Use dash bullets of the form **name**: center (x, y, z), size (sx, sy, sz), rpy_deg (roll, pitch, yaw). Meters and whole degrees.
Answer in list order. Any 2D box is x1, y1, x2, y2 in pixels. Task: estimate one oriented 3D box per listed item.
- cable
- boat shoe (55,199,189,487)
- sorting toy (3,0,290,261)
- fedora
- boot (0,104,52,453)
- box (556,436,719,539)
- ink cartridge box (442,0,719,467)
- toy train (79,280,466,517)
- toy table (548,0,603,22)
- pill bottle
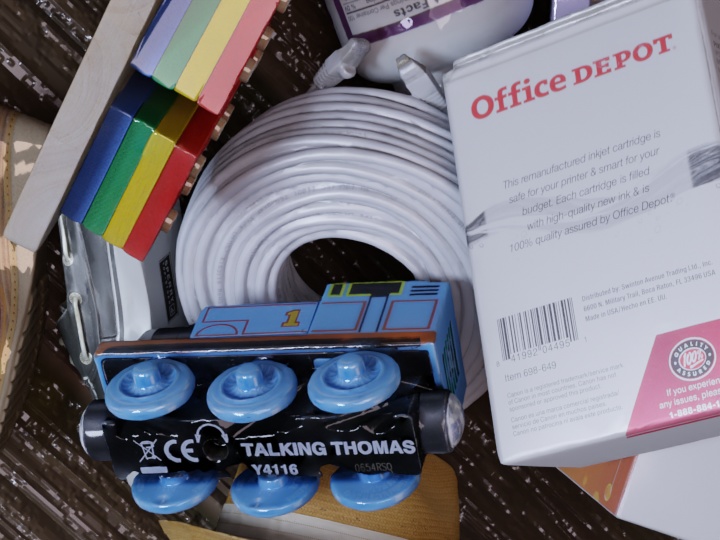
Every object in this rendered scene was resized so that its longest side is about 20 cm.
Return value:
- **cable**: center (0.000, 0.000, 0.983), size (0.199, 0.069, 0.200), rpy_deg (-35, 111, 30)
- **boat shoe**: center (-0.132, 0.027, 1.013), size (0.063, 0.071, 0.202), rpy_deg (4, 108, 21)
- **sorting toy**: center (-0.077, -0.121, 0.888), size (0.069, 0.201, 0.200), rpy_deg (28, 123, -5)
- **fedora**: center (-0.008, 0.132, 0.995), size (0.198, 0.200, 0.083), rpy_deg (14, 80, -12)
- **boot**: center (-0.255, -0.003, 0.990), size (0.164, 0.072, 0.202), rpy_deg (8, 98, 0)
- **box**: center (0.170, 0.066, 1.002), size (0.097, 0.200, 0.126), rpy_deg (18, 94, -13)
- **ink cartridge box**: center (0.129, -0.019, 0.871), size (0.145, 0.084, 0.202), rpy_deg (-17, 74, 33)
- **toy train**: center (-0.041, 0.063, 0.924), size (0.198, 0.115, 0.087), rpy_deg (-3, 121, 15)
- **toy table**: center (0.161, -0.150, 0.992), size (0.116, 0.184, 0.202), rpy_deg (4, 112, 4)
- **pill bottle**: center (0.029, -0.172, 0.987), size (0.111, 0.112, 0.202), rpy_deg (-23, 102, -7)
